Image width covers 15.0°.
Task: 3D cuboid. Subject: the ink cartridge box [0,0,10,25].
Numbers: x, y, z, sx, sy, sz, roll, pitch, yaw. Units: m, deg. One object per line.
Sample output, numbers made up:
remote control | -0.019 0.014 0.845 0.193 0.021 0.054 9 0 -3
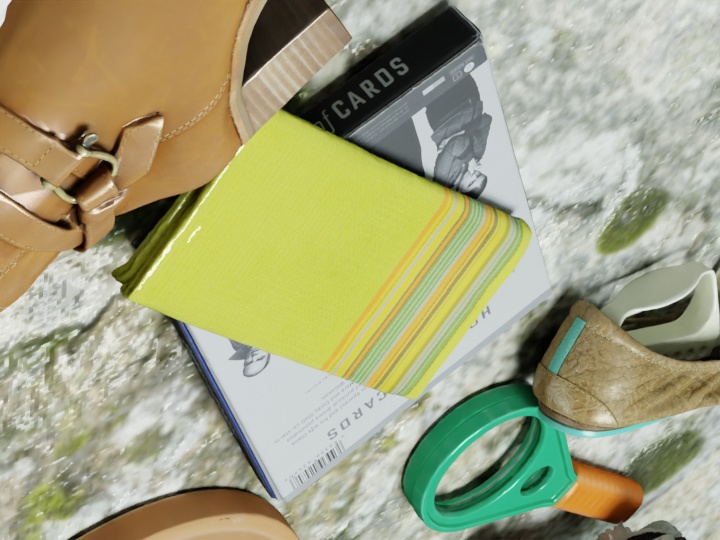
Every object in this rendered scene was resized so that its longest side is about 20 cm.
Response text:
ink cartridge box | -0.202 -0.072 0.673 0.148 0.086 0.200 -47 152 8

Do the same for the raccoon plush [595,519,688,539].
raccoon plush | 0.090 0.186 1.383 0.133 0.097 0.199 -9 166 -46

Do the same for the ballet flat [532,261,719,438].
ballet flat | 0.158 0.030 1.273 0.199 0.068 0.073 -4 115 -42

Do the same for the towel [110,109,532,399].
towel | -0.009 -0.006 1.015 0.086 0.018 0.200 -54 147 9

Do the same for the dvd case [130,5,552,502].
dvd case | 0.000 0.000 1.070 0.150 0.025 0.200 -37 151 -9

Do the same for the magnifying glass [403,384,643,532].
magnifying glass | 0.084 0.097 1.306 0.080 0.022 0.200 -48 148 12

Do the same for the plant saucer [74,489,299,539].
plant saucer | -0.104 0.177 1.173 0.200 0.032 0.201 -31 149 -21

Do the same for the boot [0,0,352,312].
boot | -0.098 -0.068 0.830 0.155 0.077 0.200 -39 158 3
